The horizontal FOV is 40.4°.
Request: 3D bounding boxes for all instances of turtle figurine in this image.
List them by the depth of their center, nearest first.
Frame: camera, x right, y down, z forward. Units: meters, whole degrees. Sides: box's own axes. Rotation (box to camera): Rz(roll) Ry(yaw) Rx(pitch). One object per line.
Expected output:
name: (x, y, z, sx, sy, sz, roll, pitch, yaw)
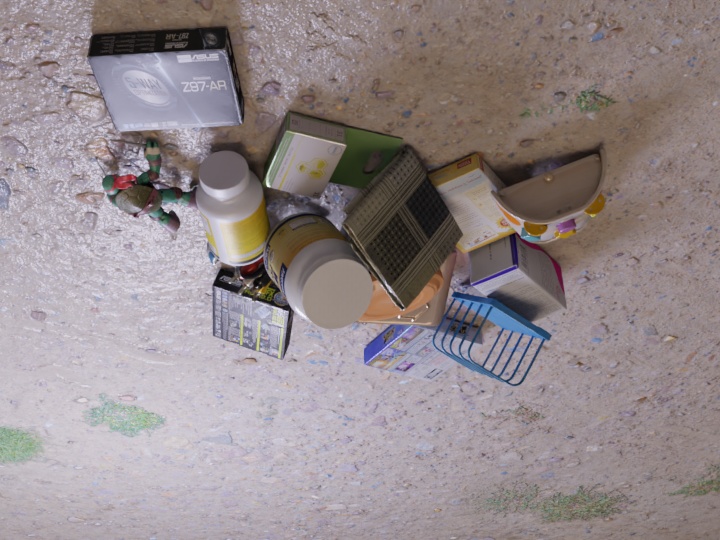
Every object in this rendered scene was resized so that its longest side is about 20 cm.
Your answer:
turtle figurine: (-0.362, -0.133, 1.606, 0.149, 0.101, 0.200, -25, 146, 31)

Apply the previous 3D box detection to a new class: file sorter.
file sorter: (0.243, 0.132, 1.877, 0.138, 0.123, 0.200, 30, 174, -15)

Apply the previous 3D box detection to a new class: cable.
cable: (-0.155, -0.035, 1.744, 0.200, 0.050, 0.097, -50, 133, -1)

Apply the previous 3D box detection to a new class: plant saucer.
plant saucer: (0.055, 0.046, 1.757, 0.199, 0.033, 0.201, -13, 159, -5)

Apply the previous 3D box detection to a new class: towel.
towel: (0.067, -0.067, 1.589, 0.034, 0.200, 0.193, -4, 128, 50)

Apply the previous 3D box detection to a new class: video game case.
video game case: (0.133, 0.164, 2.116, 0.180, 0.046, 0.200, 16, 142, -27)

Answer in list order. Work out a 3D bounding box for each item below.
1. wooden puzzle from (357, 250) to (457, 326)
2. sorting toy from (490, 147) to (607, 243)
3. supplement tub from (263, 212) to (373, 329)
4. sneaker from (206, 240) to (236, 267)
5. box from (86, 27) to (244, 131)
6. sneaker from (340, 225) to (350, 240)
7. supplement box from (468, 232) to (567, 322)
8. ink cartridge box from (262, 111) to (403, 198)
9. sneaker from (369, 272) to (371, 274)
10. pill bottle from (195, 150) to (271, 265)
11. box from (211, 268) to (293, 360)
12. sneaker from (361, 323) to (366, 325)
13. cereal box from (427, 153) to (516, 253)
wooden puzzle: (0.075, 0.026, 1.877, 0.198, 0.046, 0.186, 0, 130, -10)
sorting toy: (0.339, -0.097, 1.669, 0.199, 0.108, 0.180, -21, 159, 6)
supplement tub: (-0.070, 0.000, 1.620, 0.143, 0.200, 0.146, -9, 115, -19)
sneaker: (-0.183, -0.026, 1.793, 0.198, 0.073, 0.072, 6, 144, -14)
box: (-0.279, -0.277, 1.433, 0.198, 0.044, 0.161, -2, 147, 1)
sneaker: (0.046, -0.063, 1.712, 0.118, 0.074, 0.200, 28, 150, -25)
supplement box: (0.295, 0.008, 1.838, 0.103, 0.102, 0.200, -24, 140, 31)
ink cartridge box: (-0.046, -0.176, 1.596, 0.198, 0.048, 0.146, 13, 143, -16)
sneaker: (0.000, 0.000, 1.749, 0.198, 0.071, 0.099, -5, 152, -14)
pill bottle: (-0.213, -0.105, 1.634, 0.111, 0.113, 0.201, -2, 147, 1)
box: (-0.215, 0.091, 1.948, 0.159, 0.044, 0.201, 18, 146, 4)
sneaker: (-0.068, 0.067, 1.926, 0.198, 0.082, 0.077, 6, 146, -12)
cereal box: (0.190, -0.113, 1.706, 0.143, 0.040, 0.200, -21, 141, 27)
